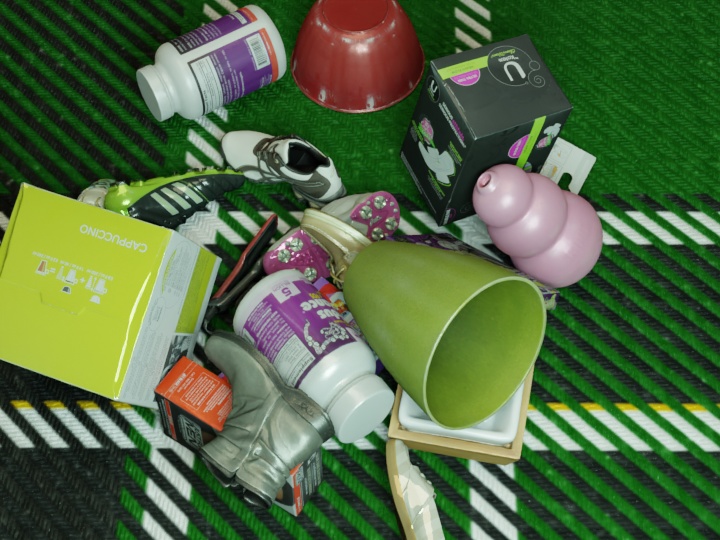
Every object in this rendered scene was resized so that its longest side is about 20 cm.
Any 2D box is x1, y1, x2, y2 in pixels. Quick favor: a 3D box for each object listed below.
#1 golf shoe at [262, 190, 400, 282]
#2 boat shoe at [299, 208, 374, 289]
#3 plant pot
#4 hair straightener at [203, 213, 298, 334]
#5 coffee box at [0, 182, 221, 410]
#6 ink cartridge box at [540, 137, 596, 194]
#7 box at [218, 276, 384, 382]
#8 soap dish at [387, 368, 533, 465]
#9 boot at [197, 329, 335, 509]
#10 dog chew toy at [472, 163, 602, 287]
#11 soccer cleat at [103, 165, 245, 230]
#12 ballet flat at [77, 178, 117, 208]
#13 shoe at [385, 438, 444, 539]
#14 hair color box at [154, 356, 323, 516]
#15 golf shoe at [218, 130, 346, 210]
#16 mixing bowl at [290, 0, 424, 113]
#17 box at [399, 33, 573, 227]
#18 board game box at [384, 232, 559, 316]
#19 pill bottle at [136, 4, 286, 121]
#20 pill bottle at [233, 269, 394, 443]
[{"bbox_3d":[-0.045,-0.043,1.779,0.198,0.076,0.091,-26,22,-21],"label":"golf shoe"},{"bbox_3d":[0.000,0.000,1.704,0.199,0.074,0.067,37,79,-11],"label":"boat shoe"},{"bbox_3d":[0.077,0.049,1.561,0.186,0.189,0.199,-36,45,-22],"label":"plant pot"},{"bbox_3d":[-0.133,0.013,1.756,0.076,0.041,0.200,25,53,18],"label":"hair straightener"},{"bbox_3d":[-0.305,0.035,1.609,0.197,0.198,0.203,17,85,13],"label":"coffee box"},{"bbox_3d":[0.198,-0.137,1.865,0.199,0.057,0.163,32,59,1],"label":"ink cartridge box"},{"bbox_3d":[-0.062,0.115,1.684,0.136,0.039,0.200,35,63,22],"label":"box"},{"bbox_3d":[0.126,0.133,1.641,0.155,0.082,0.202,9,55,8],"label":"soap dish"},{"bbox_3d":[-0.135,0.161,1.517,0.199,0.068,0.130,38,68,26],"label":"boot"},{"bbox_3d":[0.214,-0.063,1.706,0.124,0.199,0.126,-27,46,31],"label":"dog chew toy"},{"bbox_3d":[-0.244,-0.091,1.827,0.198,0.067,0.082,-13,97,-26],"label":"soccer cleat"},{"bbox_3d":[-0.355,-0.056,1.797,0.073,0.075,0.202,5,54,5],"label":"ballet flat"},{"bbox_3d":[0.069,0.283,1.545,0.053,0.070,0.202,-12,64,-2],"label":"shoe"},{"bbox_3d":[-0.140,0.192,1.594,0.198,0.102,0.061,27,58,20],"label":"hair color box"},{"bbox_3d":[-0.106,-0.157,1.847,0.198,0.095,0.078,25,59,20],"label":"golf shoe"},{"bbox_3d":[-0.006,-0.335,1.963,0.197,0.109,0.202,-1,55,2],"label":"mixing bowl"},{"bbox_3d":[0.154,-0.175,1.732,0.147,0.201,0.125,-19,66,-21],"label":"box"},{"bbox_3d":[0.135,0.002,1.698,0.119,0.033,0.199,-9,29,-43],"label":"board game box"},{"bbox_3d":[-0.210,-0.286,1.930,0.198,0.113,0.113,-28,58,-17],"label":"pill bottle"},{"bbox_3d":[-0.052,0.102,1.601,0.112,0.113,0.200,-33,61,-20],"label":"pill bottle"}]
